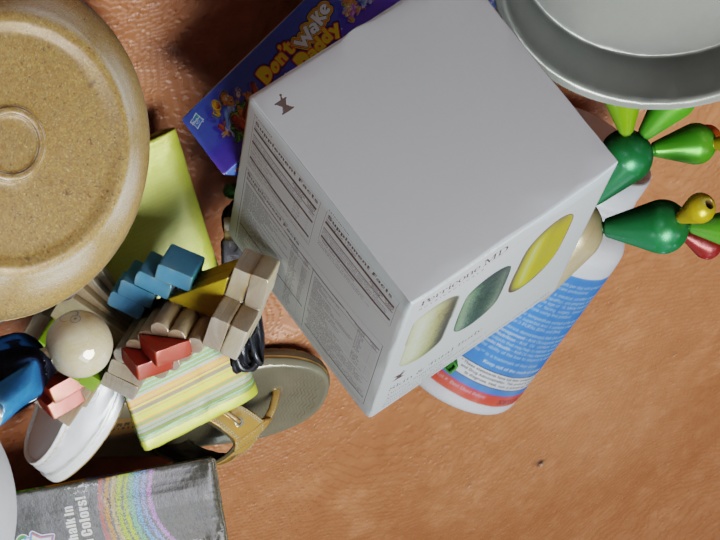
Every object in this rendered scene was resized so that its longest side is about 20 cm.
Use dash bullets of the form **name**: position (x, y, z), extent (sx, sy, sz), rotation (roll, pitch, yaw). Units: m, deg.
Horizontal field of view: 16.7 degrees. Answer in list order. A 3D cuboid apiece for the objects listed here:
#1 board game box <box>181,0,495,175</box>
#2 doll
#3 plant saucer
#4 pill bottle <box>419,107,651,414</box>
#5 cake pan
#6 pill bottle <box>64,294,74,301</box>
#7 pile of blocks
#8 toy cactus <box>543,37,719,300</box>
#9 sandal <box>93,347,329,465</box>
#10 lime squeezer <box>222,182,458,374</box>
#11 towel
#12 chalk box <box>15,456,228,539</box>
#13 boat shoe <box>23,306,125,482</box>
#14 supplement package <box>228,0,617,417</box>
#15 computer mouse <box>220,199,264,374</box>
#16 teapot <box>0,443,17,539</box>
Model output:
- **board game box**: position (0.001, -0.136, 1.466), extent (0.200, 0.045, 0.134), rotation (-43, 166, 15)
- **doll**: position (-0.235, 0.072, 1.401), extent (0.199, 0.136, 0.049), rotation (-18, 106, -14)
- **plant saucer**: position (-0.201, -0.070, 1.366), extent (0.199, 0.035, 0.202), rotation (-2, 94, -30)
- **pill bottle**: position (0.109, -0.009, 1.660), extent (0.112, 0.112, 0.200), rotation (10, 127, -39)
- **cake pan**: position (0.176, -0.179, 1.422), extent (0.199, 0.037, 0.201), rotation (2, 135, 2)
- **pill bottle**: position (-0.272, -0.005, 1.420), extent (0.199, 0.114, 0.114), rotation (-15, 138, -20)
- **pile of blocks**: position (-0.140, 0.037, 1.465), extent (0.199, 0.062, 0.082), rotation (-25, 112, 31)
- **toy cactus**: position (0.150, -0.058, 1.545), extent (0.200, 0.102, 0.165), rotation (37, 102, -4)
- **sandal**: position (-0.111, 0.105, 1.684), extent (0.199, 0.054, 0.081), rotation (-8, 136, -25)
- **lime squeezer**: position (-0.015, -0.006, 1.625), extent (0.200, 0.071, 0.038), rotation (39, 126, -19)
- **towel**: position (-0.127, 0.013, 1.527), extent (0.086, 0.018, 0.201), rotation (-26, 121, -17)
- **chalk box**: position (-0.190, 0.209, 1.649), extent (0.199, 0.125, 0.124), rotation (-9, 168, -11)
- **boat shoe**: position (-0.178, 0.043, 1.568), extent (0.069, 0.071, 0.201), rotation (15, 110, -35)
- **supplement package**: position (0.030, -0.041, 1.427), extent (0.151, 0.151, 0.200), rotation (-33, 166, -17)
- **computer mouse**: position (0.000, 0.000, 1.572), extent (0.199, 0.110, 0.044), rotation (-7, 178, -24)
- **teapot**: position (-0.290, 0.138, 1.538), extent (0.199, 0.198, 0.146), rotation (-25, -177, 24)
